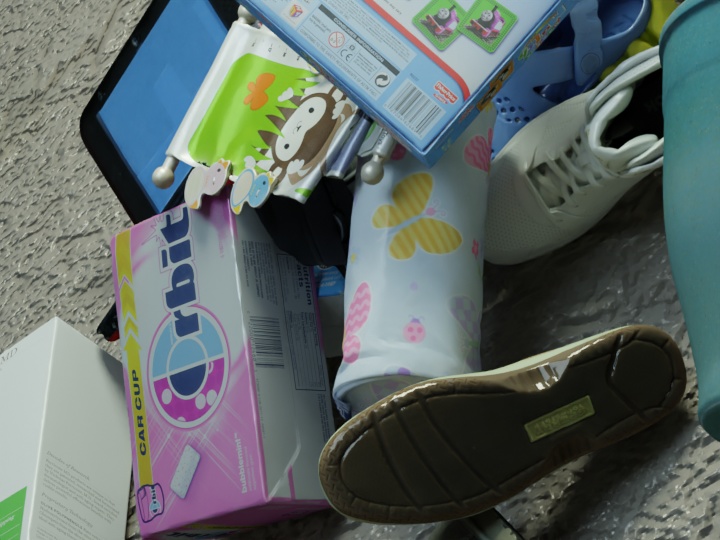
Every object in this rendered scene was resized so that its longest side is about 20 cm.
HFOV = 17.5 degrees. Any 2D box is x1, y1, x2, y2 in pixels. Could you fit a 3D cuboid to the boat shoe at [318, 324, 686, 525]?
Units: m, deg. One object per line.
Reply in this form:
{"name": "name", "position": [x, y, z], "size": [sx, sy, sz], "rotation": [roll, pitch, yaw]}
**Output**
{"name": "boat shoe", "position": [0.070, 0.083, 1.218], "size": [0.199, 0.072, 0.076], "rotation": [-15, 1, -12]}

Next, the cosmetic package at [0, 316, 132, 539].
{"name": "cosmetic package", "position": [-0.212, 0.144, 1.528], "size": [0.107, 0.085, 0.201], "rotation": [-34, 37, 27]}

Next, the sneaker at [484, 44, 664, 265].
{"name": "sneaker", "position": [0.126, -0.069, 1.301], "size": [0.200, 0.074, 0.115], "rotation": [-37, -7, 20]}

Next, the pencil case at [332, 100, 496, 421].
{"name": "pencil case", "position": [0.032, -0.010, 1.307], "size": [0.082, 0.091, 0.201], "rotation": [2, 67, 5]}

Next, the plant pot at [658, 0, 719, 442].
{"name": "plant pot", "position": [0.226, -0.013, 1.072], "size": [0.199, 0.199, 0.189], "rotation": [-10, 63, 45]}

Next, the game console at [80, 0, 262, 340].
{"name": "game console", "position": [-0.138, -0.085, 1.561], "size": [0.200, 0.118, 0.173], "rotation": [-52, 4, 39]}

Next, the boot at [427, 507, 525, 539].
{"name": "boot", "position": [0.023, 0.218, 1.183], "size": [0.200, 0.073, 0.182], "rotation": [-43, 19, -2]}

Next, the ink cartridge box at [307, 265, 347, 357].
{"name": "ink cartridge box", "position": [0.003, -0.047, 1.477], "size": [0.115, 0.068, 0.201], "rotation": [-7, 52, 45]}

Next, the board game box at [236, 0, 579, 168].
{"name": "board game box", "position": [0.047, -0.179, 1.261], "size": [0.151, 0.037, 0.200], "rotation": [41, 88, 14]}

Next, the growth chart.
{"name": "growth chart", "position": [-0.033, -0.097, 1.337], "size": [0.199, 0.018, 0.146], "rotation": [4, 66, 46]}

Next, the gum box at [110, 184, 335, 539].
{"name": "gum box", "position": [-0.083, 0.052, 1.397], "size": [0.113, 0.066, 0.202], "rotation": [-20, 72, 42]}

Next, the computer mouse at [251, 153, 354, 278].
{"name": "computer mouse", "position": [0.000, 0.000, 1.356], "size": [0.058, 0.201, 0.034], "rotation": [-25, -15, -46]}

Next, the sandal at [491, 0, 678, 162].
{"name": "sandal", "position": [0.101, -0.106, 1.404], "size": [0.200, 0.087, 0.079], "rotation": [-53, 34, -2]}

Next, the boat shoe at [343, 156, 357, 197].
{"name": "boat shoe", "position": [-0.025, -0.120, 1.452], "size": [0.072, 0.071, 0.201], "rotation": [-35, 40, 18]}
